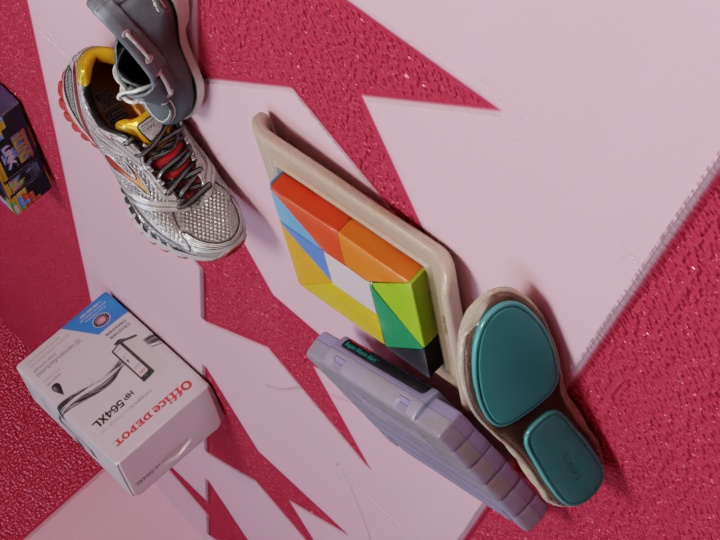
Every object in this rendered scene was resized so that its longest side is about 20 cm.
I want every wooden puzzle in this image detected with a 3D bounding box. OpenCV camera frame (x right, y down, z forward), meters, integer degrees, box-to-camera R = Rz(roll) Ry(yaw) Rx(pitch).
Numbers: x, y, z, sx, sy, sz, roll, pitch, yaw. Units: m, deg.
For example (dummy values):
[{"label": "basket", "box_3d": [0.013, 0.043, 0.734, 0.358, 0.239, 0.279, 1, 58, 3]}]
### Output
[{"label": "wooden puzzle", "box_3d": [0.000, 0.000, 1.218, 0.200, 0.037, 0.185, 40, 162, 28]}]

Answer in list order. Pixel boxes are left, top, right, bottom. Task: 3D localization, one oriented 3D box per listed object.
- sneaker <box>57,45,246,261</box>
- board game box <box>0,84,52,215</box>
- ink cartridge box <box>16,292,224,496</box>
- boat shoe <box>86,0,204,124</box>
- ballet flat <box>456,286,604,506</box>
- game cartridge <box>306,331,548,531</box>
[{"label": "sneaker", "box_3d": [-0.163, -0.089, 1.361, 0.200, 0.078, 0.082, 48, 162, -1]}, {"label": "board game box", "box_3d": [-0.424, -0.175, 1.866, 0.200, 0.057, 0.165, 42, 160, 22]}, {"label": "ink cartridge box", "box_3d": [-0.281, 0.143, 2.054, 0.200, 0.146, 0.084, 37, 158, 30]}, {"label": "boat shoe", "box_3d": [-0.156, -0.152, 1.227, 0.073, 0.062, 0.200, 44, 163, 14]}, {"label": "ballet flat", "box_3d": [0.096, 0.077, 1.104, 0.062, 0.067, 0.200, 44, 165, 49]}, {"label": "game cartridge", "box_3d": [0.047, 0.116, 1.325, 0.130, 0.038, 0.200, 53, 166, -32]}]
